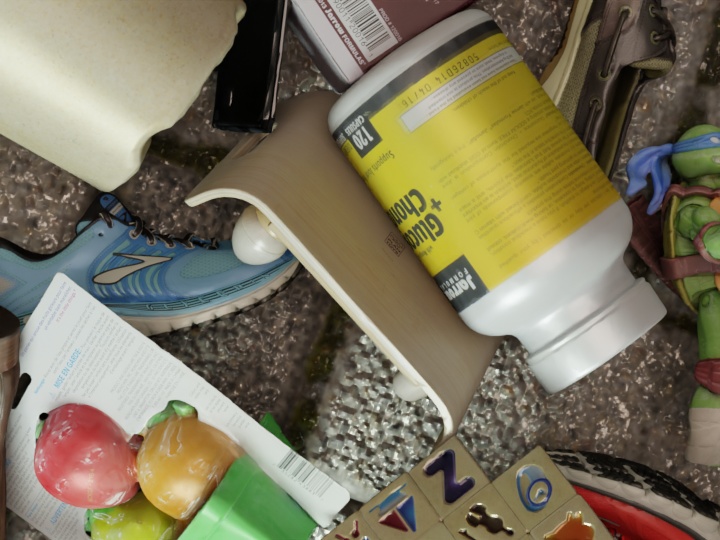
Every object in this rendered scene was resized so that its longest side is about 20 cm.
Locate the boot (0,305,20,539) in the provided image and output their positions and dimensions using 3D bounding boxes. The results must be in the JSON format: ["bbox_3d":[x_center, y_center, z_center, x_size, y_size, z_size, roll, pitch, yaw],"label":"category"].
[{"bbox_3d":[-0.269,0.092,1.005,0.186,0.064,0.200,28,122,34],"label":"boot"}]

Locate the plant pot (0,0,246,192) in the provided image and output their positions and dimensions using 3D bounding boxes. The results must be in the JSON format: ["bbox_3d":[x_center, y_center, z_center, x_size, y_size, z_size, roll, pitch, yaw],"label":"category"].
[{"bbox_3d":[-0.171,-0.148,0.945,0.183,0.200,0.201,37,90,-15],"label":"plant pot"}]

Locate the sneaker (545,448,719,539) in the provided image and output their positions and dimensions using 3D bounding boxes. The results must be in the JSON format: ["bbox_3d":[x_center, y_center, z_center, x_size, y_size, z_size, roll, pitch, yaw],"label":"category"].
[{"bbox_3d":[0.186,0.176,1.039,0.200,0.077,0.085,29,96,-5],"label":"sneaker"}]

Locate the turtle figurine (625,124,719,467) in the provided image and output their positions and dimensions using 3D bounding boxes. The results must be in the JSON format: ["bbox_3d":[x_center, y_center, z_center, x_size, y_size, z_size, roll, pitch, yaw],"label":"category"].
[{"bbox_3d":[0.251,0.013,1.001,0.200,0.144,0.194,-2,97,-1],"label":"turtle figurine"}]

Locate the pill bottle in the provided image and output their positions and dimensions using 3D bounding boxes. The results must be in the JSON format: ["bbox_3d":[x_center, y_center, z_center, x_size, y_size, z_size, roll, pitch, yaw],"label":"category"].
[{"bbox_3d":[0.079,-0.036,0.958,0.112,0.112,0.200,-35,87,-2],"label":"pill bottle"}]

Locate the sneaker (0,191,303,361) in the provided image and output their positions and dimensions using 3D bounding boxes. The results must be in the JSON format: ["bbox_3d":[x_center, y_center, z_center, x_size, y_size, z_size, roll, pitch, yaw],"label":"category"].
[{"bbox_3d":[-0.128,-0.005,1.004,0.200,0.078,0.090,-11,90,-4],"label":"sneaker"}]

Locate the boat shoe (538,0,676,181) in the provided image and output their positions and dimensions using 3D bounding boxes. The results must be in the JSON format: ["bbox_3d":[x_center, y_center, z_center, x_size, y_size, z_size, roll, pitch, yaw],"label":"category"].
[{"bbox_3d":[0.154,-0.130,1.014,0.065,0.073,0.200,27,101,25],"label":"boat shoe"}]

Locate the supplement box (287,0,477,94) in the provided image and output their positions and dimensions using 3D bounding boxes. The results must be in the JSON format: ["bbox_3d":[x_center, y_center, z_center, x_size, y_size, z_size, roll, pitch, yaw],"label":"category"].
[{"bbox_3d":[0.056,-0.183,0.992,0.200,0.109,0.061,-34,95,-3],"label":"supplement box"}]

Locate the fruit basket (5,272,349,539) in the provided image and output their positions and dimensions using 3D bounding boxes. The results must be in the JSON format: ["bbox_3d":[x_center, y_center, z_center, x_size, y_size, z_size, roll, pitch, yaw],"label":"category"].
[{"bbox_3d":[-0.122,0.113,0.984,0.200,0.094,0.185,39,128,4],"label":"fruit basket"}]

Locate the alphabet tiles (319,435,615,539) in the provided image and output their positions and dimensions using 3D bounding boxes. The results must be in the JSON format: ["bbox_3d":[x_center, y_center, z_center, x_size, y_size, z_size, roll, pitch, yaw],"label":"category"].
[{"bbox_3d":[0.068,0.193,0.894,0.166,0.006,0.200,-39,69,3],"label":"alphabet tiles"}]

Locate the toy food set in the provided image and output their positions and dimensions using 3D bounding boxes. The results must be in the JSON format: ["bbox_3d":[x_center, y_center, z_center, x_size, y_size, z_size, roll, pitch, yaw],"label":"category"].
[{"bbox_3d":[0.000,0.000,0.986,0.060,0.144,0.200,-37,99,32],"label":"toy food set"}]

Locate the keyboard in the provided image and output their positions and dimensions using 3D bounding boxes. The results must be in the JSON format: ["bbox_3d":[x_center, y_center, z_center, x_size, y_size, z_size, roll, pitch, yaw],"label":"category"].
[{"bbox_3d":[-0.048,-0.178,0.994,0.040,0.104,0.200,6,93,-28],"label":"keyboard"}]
